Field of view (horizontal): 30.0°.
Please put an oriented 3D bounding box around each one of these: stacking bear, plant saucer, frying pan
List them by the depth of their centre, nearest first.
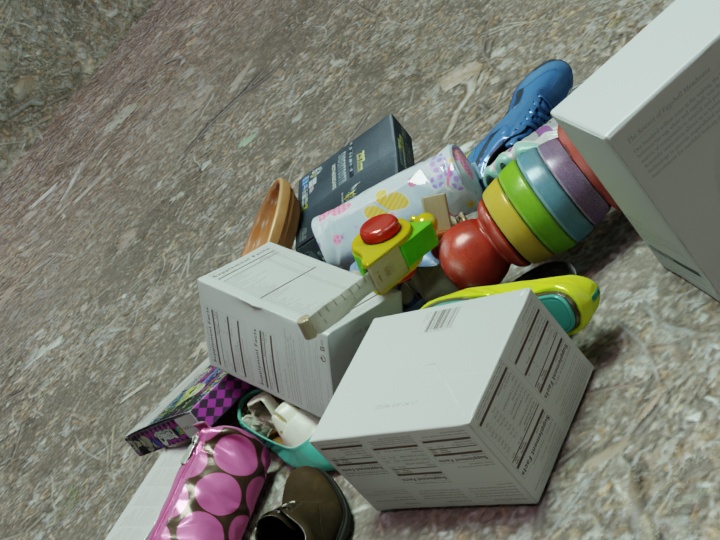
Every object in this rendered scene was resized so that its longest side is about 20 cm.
[{"bbox_3d":[0.140,0.055,1.336,0.190,0.031,0.115,-32,25,27],"label":"frying pan"},{"bbox_3d":[0.165,-0.053,1.351,0.200,0.122,0.114,-38,-10,14],"label":"stacking bear"},{"bbox_3d":[-0.120,-0.017,1.685,0.200,0.037,0.201,-161,90,-78],"label":"plant saucer"}]

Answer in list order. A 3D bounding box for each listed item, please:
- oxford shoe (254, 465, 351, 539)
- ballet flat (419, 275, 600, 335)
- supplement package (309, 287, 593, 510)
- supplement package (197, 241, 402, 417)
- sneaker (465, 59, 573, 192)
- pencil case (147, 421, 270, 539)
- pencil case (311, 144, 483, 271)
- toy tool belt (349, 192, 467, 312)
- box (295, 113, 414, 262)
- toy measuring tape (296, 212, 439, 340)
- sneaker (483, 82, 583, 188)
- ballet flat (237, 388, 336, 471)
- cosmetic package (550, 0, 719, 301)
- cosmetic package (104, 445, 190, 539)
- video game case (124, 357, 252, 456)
[{"bbox_3d":[-0.057,0.240,1.261,0.073,0.084,0.200,-36,24,14],"label":"oxford shoe"},{"bbox_3d":[0.143,0.039,1.272,0.200,0.067,0.067,-11,20,45],"label":"ballet flat"},{"bbox_3d":[0.082,0.121,1.217,0.200,0.111,0.156,-13,38,45],"label":"supplement package"},{"bbox_3d":[-0.062,0.062,1.413,0.200,0.110,0.114,21,37,40],"label":"supplement package"},{"bbox_3d":[0.194,-0.163,1.566,0.200,0.066,0.078,-51,19,-9],"label":"sneaker"},{"bbox_3d":[-0.166,0.254,1.381,0.091,0.094,0.200,-23,31,34],"label":"pencil case"},{"bbox_3d":[0.044,-0.064,1.518,0.199,0.083,0.091,-29,-15,18],"label":"pencil case"},{"bbox_3d":[0.040,0.004,1.455,0.200,0.123,0.125,-32,26,19],"label":"toy tool belt"},{"bbox_3d":[-0.006,-0.098,1.669,0.157,0.051,0.200,-33,26,17],"label":"box"},{"bbox_3d":[0.000,0.000,1.341,0.200,0.074,0.073,-38,21,-26],"label":"toy measuring tape"},{"bbox_3d":[0.233,-0.154,1.503,0.199,0.078,0.140,-21,29,21],"label":"sneaker"},{"bbox_3d":[-0.077,0.165,1.425,0.067,0.070,0.200,-51,27,-18],"label":"ballet flat"},{"bbox_3d":[0.313,-0.122,1.175,0.199,0.200,0.123,-41,25,-1],"label":"cosmetic package"},{"bbox_3d":[-0.227,0.284,1.470,0.082,0.051,0.200,-10,39,46],"label":"cosmetic package"},{"bbox_3d":[-0.166,0.129,1.573,0.200,0.036,0.181,-45,11,-36],"label":"video game case"}]
